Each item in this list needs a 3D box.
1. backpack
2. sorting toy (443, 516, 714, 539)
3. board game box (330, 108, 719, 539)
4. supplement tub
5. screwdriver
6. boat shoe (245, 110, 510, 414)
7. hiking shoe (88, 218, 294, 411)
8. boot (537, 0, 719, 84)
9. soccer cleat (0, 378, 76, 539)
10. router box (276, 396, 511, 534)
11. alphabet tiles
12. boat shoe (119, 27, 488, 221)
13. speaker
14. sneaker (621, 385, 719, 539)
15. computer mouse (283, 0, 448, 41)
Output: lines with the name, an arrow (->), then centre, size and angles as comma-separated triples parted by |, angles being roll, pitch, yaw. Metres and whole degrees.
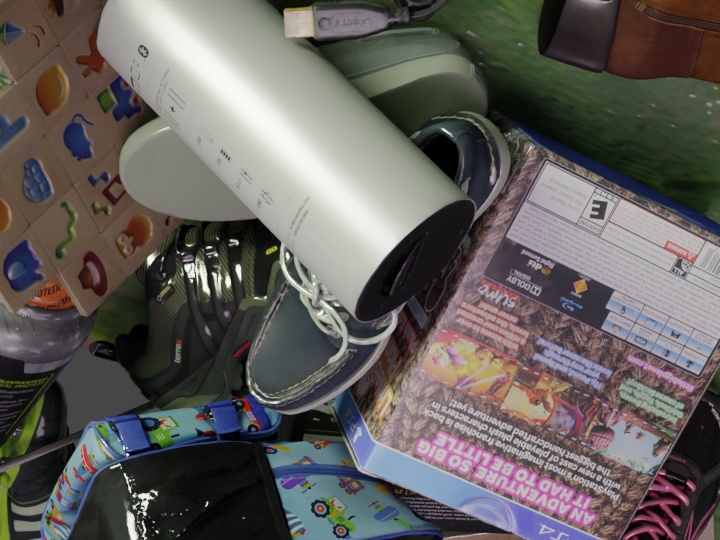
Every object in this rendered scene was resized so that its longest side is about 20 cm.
backpack -> -0.063, 0.154, 0.995 | 0.199, 0.135, 0.183 | -9, 152, -25
sorting toy -> 0.153, 0.258, 1.221 | 0.198, 0.070, 0.201 | -7, 129, 5
board game box -> 0.103, 0.039, 0.978 | 0.159, 0.097, 0.201 | 25, 101, -17
supplement tub -> -0.232, 0.036, 1.006 | 0.122, 0.123, 0.200 | 29, 123, -22
screwdriver -> -0.134, 0.089, 1.064 | 0.199, 0.028, 0.029 | -27, 106, -11
boat shoe -> 0.000, 0.000, 0.907 | 0.200, 0.062, 0.075 | -45, 77, 21
hiking shoe -> -0.079, -0.002, 1.003 | 0.100, 0.076, 0.200 | 35, 107, -1
boot -> 0.211, -0.160, 0.885 | 0.199, 0.069, 0.189 | 10, 128, -9
soccer cleat -> -0.201, 0.137, 1.132 | 0.081, 0.068, 0.200 | 4, 135, -17
router box -> 0.050, 0.096, 1.091 | 0.199, 0.051, 0.150 | 4, 128, -11
alphabet tiles -> -0.154, -0.081, 0.905 | 0.008, 0.167, 0.200 | 14, 141, 41
boat shoe -> -0.032, -0.083, 0.943 | 0.200, 0.072, 0.070 | -14, 128, 1
speaker -> -0.038, -0.068, 0.846 | 0.200, 0.081, 0.081 | 45, 127, 19
sneaker -> 0.181, 0.166, 1.094 | 0.079, 0.095, 0.201 | 23, 96, 1
computer mouse -> -0.045, -0.176, 0.845 | 0.199, 0.141, 0.046 | 2, 168, -7
